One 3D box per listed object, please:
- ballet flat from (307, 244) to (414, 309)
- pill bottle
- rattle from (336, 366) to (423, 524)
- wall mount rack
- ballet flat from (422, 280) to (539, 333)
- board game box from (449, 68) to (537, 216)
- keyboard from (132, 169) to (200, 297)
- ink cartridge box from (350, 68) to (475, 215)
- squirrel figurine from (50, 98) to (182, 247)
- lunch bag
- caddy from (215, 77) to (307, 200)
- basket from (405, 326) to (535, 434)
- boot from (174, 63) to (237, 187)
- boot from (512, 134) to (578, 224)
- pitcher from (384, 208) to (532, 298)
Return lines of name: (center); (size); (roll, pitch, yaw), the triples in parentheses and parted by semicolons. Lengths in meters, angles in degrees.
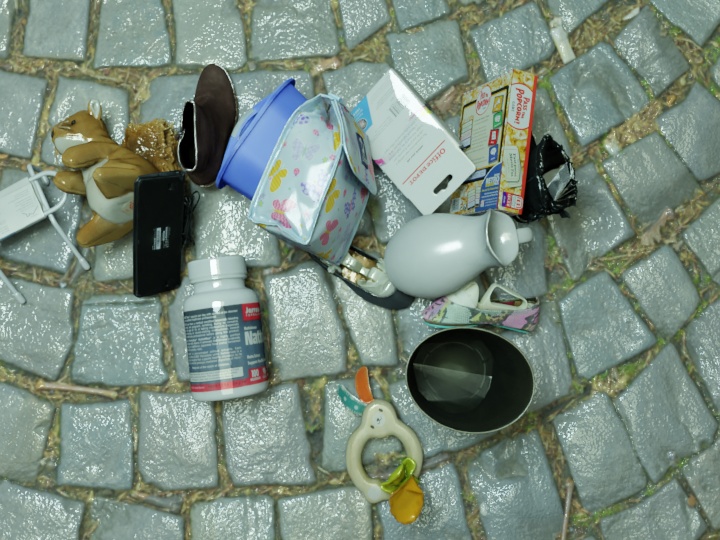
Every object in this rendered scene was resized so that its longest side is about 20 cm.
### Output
ballet flat: (0.000, 0.000, 1.087); (0.197, 0.073, 0.074); (31, 86, 0)
pill bottle: (-0.207, 0.086, 1.049); (0.116, 0.120, 0.207); (-7, 87, -2)
rattle: (0.023, 0.258, 1.043); (0.127, 0.143, 0.206); (-12, 93, 16)
wall mount rack: (-0.518, -0.058, 1.073); (0.196, 0.075, 0.177); (-27, 85, -3)
ballet flat: (0.190, 0.053, 1.075); (0.194, 0.069, 0.073); (5, 111, -16)
board game box: (0.198, -0.184, 1.061); (0.045, 0.151, 0.207); (8, 87, -21)
keyboard: (-0.300, -0.059, 1.054); (0.102, 0.040, 0.205); (-12, 128, -36)
ink cartridge box: (0.080, -0.198, 1.085); (0.115, 0.068, 0.201); (-42, 89, 19)
squirrel figurine: (-0.371, -0.166, 1.062); (0.197, 0.143, 0.188); (-18, 58, -38)
lunch bag: (-0.050, -0.128, 0.985); (0.124, 0.169, 0.205); (21, 86, 17)
caddy: (-0.144, -0.195, 1.058); (0.104, 0.141, 0.202); (36, 86, -5)
basket: (0.144, 0.150, 1.018); (0.175, 0.200, 0.140); (9, 87, -1)
boot: (-0.231, -0.231, 1.042); (0.070, 0.166, 0.207); (3, 87, -2)
boot: (0.261, -0.168, 1.059); (0.071, 0.162, 0.204); (-12, 87, -5)
pitcher: (0.148, -0.030, 1.045); (0.197, 0.169, 0.125); (-15, 83, 38)
